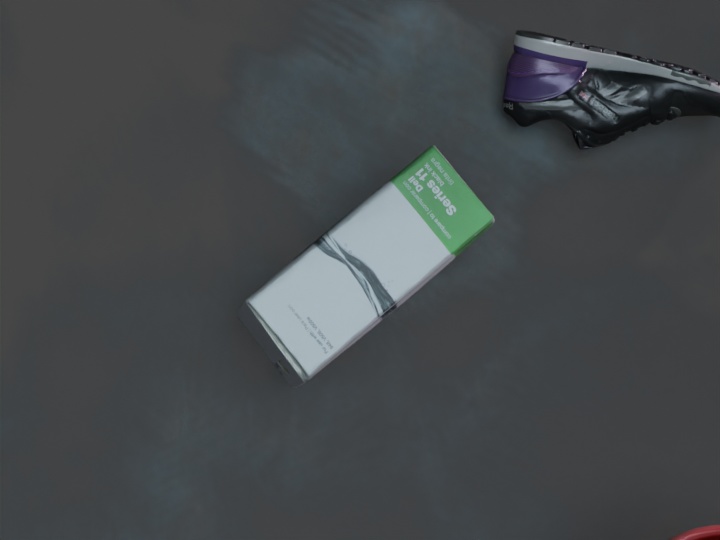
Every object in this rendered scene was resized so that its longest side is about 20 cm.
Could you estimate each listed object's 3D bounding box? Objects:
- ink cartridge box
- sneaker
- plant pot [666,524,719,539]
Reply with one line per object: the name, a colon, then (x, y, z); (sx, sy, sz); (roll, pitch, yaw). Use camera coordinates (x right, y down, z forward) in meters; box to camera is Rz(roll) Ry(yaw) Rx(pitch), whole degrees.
ink cartridge box: (0.000, 0.000, 1.628); (0.200, 0.147, 0.083); (-40, 90, -9)
sneaker: (0.219, -0.143, 1.715); (0.199, 0.076, 0.088); (12, 99, -3)
plant pot: (0.272, 0.304, 1.622); (0.199, 0.177, 0.202); (1, 84, -11)
